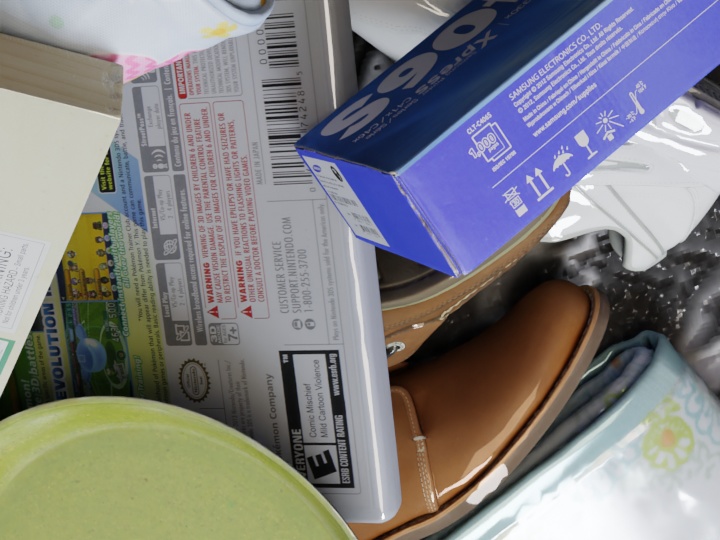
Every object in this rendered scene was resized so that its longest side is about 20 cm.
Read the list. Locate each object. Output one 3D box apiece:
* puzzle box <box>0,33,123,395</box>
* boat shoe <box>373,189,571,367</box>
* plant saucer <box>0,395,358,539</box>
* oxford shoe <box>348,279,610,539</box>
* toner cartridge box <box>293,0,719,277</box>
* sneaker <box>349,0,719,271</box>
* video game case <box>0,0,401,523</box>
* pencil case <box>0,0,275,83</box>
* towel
[{"bbox_3d":[-0.169,-0.010,0.683,0.133,0.025,0.200,13,138,-18],"label":"puzzle box"},{"bbox_3d":[0.000,0.000,0.784,0.200,0.072,0.068,-26,152,25],"label":"boat shoe"},{"bbox_3d":[-0.075,0.136,0.759,0.199,0.031,0.201,5,108,16],"label":"plant saucer"},{"bbox_3d":[0.013,0.065,0.828,0.200,0.071,0.071,-41,108,8],"label":"oxford shoe"},{"bbox_3d":[0.079,-0.082,0.678,0.200,0.095,0.043,-40,111,-11],"label":"toner cartridge box"},{"bbox_3d":[0.056,-0.057,0.788,0.200,0.078,0.100,27,107,-17],"label":"sneaker"},{"bbox_3d":[-0.082,-0.006,0.752,0.182,0.022,0.201,-1,104,21],"label":"video game case"},{"bbox_3d":[-0.125,-0.083,0.687,0.199,0.091,0.083,-21,100,24],"label":"pencil case"},{"bbox_3d":[0.096,0.145,0.885,0.200,0.048,0.171,-38,114,5],"label":"towel"}]
